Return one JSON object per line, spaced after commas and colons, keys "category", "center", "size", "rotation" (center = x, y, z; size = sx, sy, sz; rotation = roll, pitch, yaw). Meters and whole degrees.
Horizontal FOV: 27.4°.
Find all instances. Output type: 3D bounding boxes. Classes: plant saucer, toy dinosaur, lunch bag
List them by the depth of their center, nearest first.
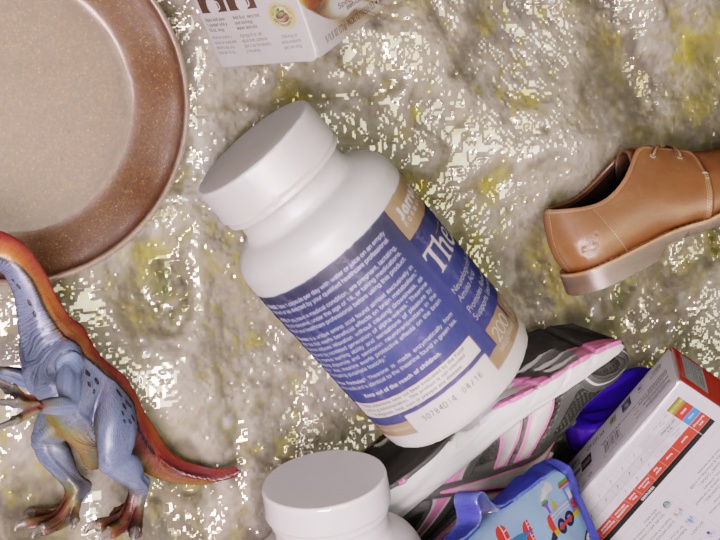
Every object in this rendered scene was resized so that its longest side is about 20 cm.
{"category": "plant saucer", "center": [-0.196, -0.092, 0.823], "size": [0.200, 0.037, 0.201], "rotation": [-2, 95, -24]}
{"category": "toy dinosaur", "center": [-0.172, 0.059, 0.823], "size": [0.200, 0.105, 0.182], "rotation": [-21, 110, -55]}
{"category": "lunch bag", "center": [0.089, 0.216, 0.861], "size": [0.150, 0.094, 0.200], "rotation": [-30, 108, -42]}

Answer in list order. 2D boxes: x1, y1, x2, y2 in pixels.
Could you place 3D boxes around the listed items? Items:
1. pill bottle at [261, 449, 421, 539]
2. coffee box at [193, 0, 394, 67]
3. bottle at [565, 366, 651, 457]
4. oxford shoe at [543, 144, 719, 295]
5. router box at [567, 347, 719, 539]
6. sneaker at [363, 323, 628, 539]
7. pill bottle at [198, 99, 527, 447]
{"category": "pill bottle", "center": [-0.007, 0.212, 0.875], "size": [0.104, 0.104, 0.201], "rotation": [-16, 111, -22]}
{"category": "coffee box", "center": [-0.052, -0.225, 0.793], "size": [0.114, 0.080, 0.200], "rotation": [-44, 123, -37]}
{"category": "bottle", "center": [0.216, 0.165, 1.005], "size": [0.083, 0.065, 0.200], "rotation": [-34, 107, -10]}
{"category": "oxford shoe", "center": [0.210, -0.059, 0.985], "size": [0.200, 0.071, 0.071], "rotation": [-28, 99, -18]}
{"category": "router box", "center": [0.208, 0.179, 0.944], "size": [0.179, 0.049, 0.200], "rotation": [34, 110, -9]}
{"category": "sneaker", "center": [0.090, 0.113, 0.949], "size": [0.200, 0.080, 0.086], "rotation": [-33, 112, -5]}
{"category": "pill bottle", "center": [0.000, 0.000, 0.874], "size": [0.111, 0.111, 0.200], "rotation": [-46, 110, -14]}
